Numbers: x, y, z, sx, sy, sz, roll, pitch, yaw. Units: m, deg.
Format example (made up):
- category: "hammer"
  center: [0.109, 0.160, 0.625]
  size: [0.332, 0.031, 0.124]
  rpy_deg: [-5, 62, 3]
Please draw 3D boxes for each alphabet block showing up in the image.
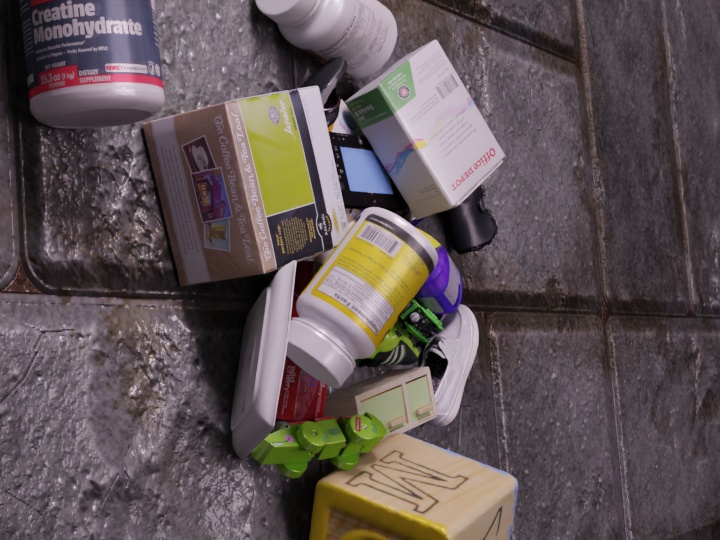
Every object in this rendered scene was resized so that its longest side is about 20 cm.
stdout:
- category: "alphabet block"
  center: [0.065, 0.348, 1.664]
  size: [0.200, 0.196, 0.196]
  rpy_deg: [-20, 121, -56]

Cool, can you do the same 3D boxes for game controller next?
- category: "game controller"
  center: [0.003, -0.134, 1.787]
  size: [0.200, 0.042, 0.105]
  rpy_deg: [-1, 84, -57]

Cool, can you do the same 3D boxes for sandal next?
- category: "sandal"
  center: [-0.069, -0.196, 1.724]
  size: [0.048, 0.075, 0.201]
  rpy_deg: [42, 63, -32]

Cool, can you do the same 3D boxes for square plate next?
- category: "square plate"
  center: [-0.118, 0.107, 1.529]
  size: [0.028, 0.200, 0.199]
  rpy_deg: [12, 69, -12]

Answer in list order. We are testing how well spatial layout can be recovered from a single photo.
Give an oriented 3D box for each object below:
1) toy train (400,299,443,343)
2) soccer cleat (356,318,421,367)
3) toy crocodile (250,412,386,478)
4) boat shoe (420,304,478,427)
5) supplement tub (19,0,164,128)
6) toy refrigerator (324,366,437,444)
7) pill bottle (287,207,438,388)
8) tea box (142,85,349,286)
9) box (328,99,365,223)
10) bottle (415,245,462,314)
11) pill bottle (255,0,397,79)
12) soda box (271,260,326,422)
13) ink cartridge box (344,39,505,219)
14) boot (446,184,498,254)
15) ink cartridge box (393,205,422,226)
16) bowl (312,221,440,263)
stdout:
- category: "toy train"
  center: [0.082, 0.067, 1.865]
  size: [0.056, 0.042, 0.200]
  rpy_deg: [49, 2, 13]
- category: "soccer cleat"
  center: [0.031, 0.105, 1.833]
  size: [0.068, 0.081, 0.200]
  rpy_deg: [59, 7, 17]
- category: "toy crocodile"
  center: [-0.047, 0.207, 1.599]
  size: [0.199, 0.068, 0.062]
  rpy_deg: [-2, 47, -38]
- category: "boat shoe"
  center: [0.122, 0.133, 1.967]
  size: [0.069, 0.072, 0.201]
  rpy_deg: [43, 58, -44]
- category: "supplement tub"
  center: [-0.282, -0.257, 1.359]
  size: [0.140, 0.140, 0.201]
  rpy_deg: [-4, 87, -57]
- category: "toy refrigerator"
  center: [0.030, 0.190, 1.803]
  size: [0.200, 0.070, 0.076]
  rpy_deg: [-13, 94, -57]
- category: "pill bottle"
  center: [-0.006, 0.033, 1.562]
  size: [0.200, 0.114, 0.114]
  rpy_deg: [-53, 131, -15]
- category: "tea box"
  center: [-0.132, -0.103, 1.562]
  size: [0.197, 0.133, 0.201]
  rpy_deg: [-21, 100, -57]
- category: "box"
  center: [-0.027, -0.141, 1.815]
  size: [0.119, 0.041, 0.201]
  rpy_deg: [47, 49, -41]
- category: "bottle"
  center: [0.101, 0.003, 1.906]
  size: [0.200, 0.065, 0.084]
  rpy_deg: [48, 39, -67]
- category: "pill bottle"
  center: [-0.048, -0.345, 1.758]
  size: [0.200, 0.114, 0.115]
  rpy_deg: [24, 64, -52]
- category: "soda box"
  center: [-0.078, 0.090, 1.634]
  size: [0.063, 0.070, 0.201]
  rpy_deg: [17, 79, -55]
- category: "ink cartridge box"
  center: [0.093, -0.195, 1.823]
  size: [0.145, 0.087, 0.200]
  rpy_deg: [-43, 105, -37]
- category: "boot"
  center: [0.156, -0.110, 2.036]
  size: [0.200, 0.076, 0.169]
  rpy_deg: [-23, 101, -71]
- category: "ink cartridge box"
  center: [0.075, -0.133, 1.919]
  size: [0.039, 0.099, 0.201]
  rpy_deg: [2, 80, -13]
- category: "bowl"
  center: [0.000, 0.000, 1.731]
  size: [0.108, 0.200, 0.200]
  rpy_deg: [45, 37, 5]
